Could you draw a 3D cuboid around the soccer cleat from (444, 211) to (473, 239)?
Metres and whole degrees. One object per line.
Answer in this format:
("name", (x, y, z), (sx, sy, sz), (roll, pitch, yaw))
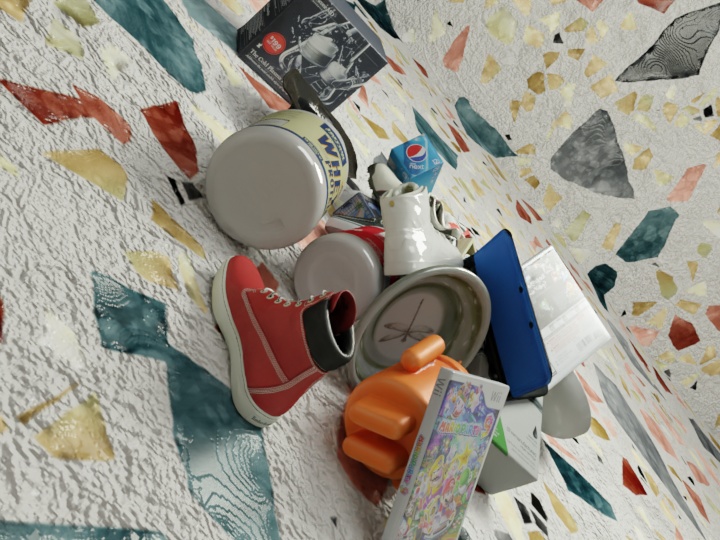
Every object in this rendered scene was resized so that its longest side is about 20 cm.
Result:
("soccer cleat", (0.136, -0.066, 1.372), (0.085, 0.069, 0.200), (44, 16, 10))

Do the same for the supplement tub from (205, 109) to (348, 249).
("supplement tub", (-0.094, -0.120, 1.002), (0.145, 0.145, 0.200), (49, 20, -8))

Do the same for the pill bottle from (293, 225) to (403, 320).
("pill bottle", (0.000, 0.000, 1.058), (0.112, 0.112, 0.200), (54, 20, 6))

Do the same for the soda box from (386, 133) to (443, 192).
("soda box", (0.080, -0.147, 1.388), (0.064, 0.068, 0.200), (58, -18, 17))

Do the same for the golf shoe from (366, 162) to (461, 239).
("golf shoe", (0.084, -0.100, 1.270), (0.077, 0.088, 0.200), (9, 46, -60))

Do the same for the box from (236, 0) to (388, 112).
("box", (-0.086, -0.396, 1.430), (0.200, 0.182, 0.104), (38, 24, -33))

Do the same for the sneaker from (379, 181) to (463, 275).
("sneaker", (0.081, -0.055, 1.030), (0.200, 0.073, 0.116), (-6, 91, -69))

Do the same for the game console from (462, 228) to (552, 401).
("game console", (0.218, 0.061, 1.065), (0.170, 0.118, 0.201), (5, 67, -48))

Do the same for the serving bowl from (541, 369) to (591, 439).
("serving bowl", (0.301, 0.202, 1.371), (0.200, 0.066, 0.200), (56, -17, 27))

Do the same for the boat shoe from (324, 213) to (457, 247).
("boat shoe", (0.047, -0.049, 1.193), (0.199, 0.057, 0.069), (19, -17, 5))

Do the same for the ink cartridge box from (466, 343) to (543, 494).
("ink cartridge box", (0.178, 0.179, 1.116), (0.147, 0.083, 0.201), (42, 40, -24))

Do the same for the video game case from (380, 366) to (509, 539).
("video game case", (0.088, 0.204, 0.831), (0.018, 0.201, 0.143), (18, -3, 36))

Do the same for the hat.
("hat", (-0.085, -0.214, 1.283), (0.201, 0.081, 0.201), (52, 20, -28))

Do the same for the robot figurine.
("robot figurine", (0.059, 0.159, 0.898), (0.200, 0.116, 0.144), (-15, 80, -57))

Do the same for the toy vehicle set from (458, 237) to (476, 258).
("toy vehicle set", (0.143, 0.053, 1.240), (0.200, 0.026, 0.125), (-51, 131, -49))

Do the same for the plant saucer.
("plant saucer", (0.063, 0.072, 0.975), (0.200, 0.200, 0.050), (33, 10, -43))

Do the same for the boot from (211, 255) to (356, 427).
("boot", (-0.071, 0.035, 0.799), (0.072, 0.144, 0.201), (30, 28, -43))

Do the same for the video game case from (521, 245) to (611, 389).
("video game case", (0.283, 0.081, 1.277), (0.200, 0.023, 0.182), (-31, 87, -29))

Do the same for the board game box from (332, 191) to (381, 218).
("board game box", (0.067, -0.006, 1.291), (0.200, 0.062, 0.200), (22, 37, -55))
